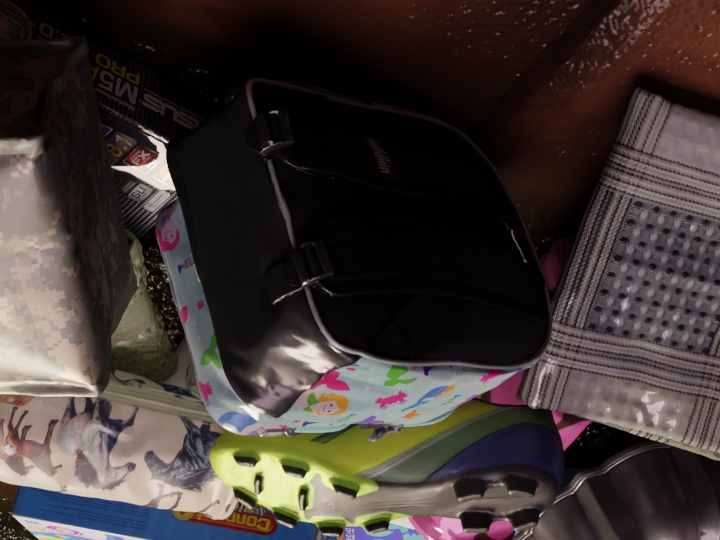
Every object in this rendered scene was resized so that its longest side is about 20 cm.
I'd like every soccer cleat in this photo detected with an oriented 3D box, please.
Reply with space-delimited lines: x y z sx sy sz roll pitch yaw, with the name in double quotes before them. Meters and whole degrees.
"soccer cleat" 0.016 0.103 0.963 0.200 0.084 0.065 2 137 8

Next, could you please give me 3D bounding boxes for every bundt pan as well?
"bundt pan" 0.205 0.199 1.164 0.202 0.076 0.202 -15 141 -12

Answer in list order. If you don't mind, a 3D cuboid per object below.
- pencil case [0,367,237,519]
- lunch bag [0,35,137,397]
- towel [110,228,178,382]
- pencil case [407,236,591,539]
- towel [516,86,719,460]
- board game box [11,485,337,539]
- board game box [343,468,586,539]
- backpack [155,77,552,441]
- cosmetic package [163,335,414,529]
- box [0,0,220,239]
"pencil case" -0.160 0.088 0.985 0.200 0.078 0.089 14 123 -22
"lunch bag" -0.229 -0.024 0.858 0.200 0.118 0.164 -2 127 7
"towel" -0.216 0.027 1.002 0.200 0.036 0.148 -2 143 7
"pencil case" 0.106 0.081 1.022 0.094 0.091 0.200 3 128 -52
"towel" 0.207 0.015 0.944 0.200 0.035 0.193 16 103 -19
"board game box" -0.120 0.181 1.174 0.200 0.056 0.196 10 160 6
"board game box" 0.089 0.202 1.257 0.200 0.045 0.152 -1 141 3
"backpack" 0.000 0.000 0.899 0.200 0.178 0.151 2 150 -41
"cosmetic package" -0.030 0.098 1.117 0.200 0.074 0.102 20 139 -16
"box" -0.198 -0.059 0.956 0.160 0.044 0.200 27 136 -28
